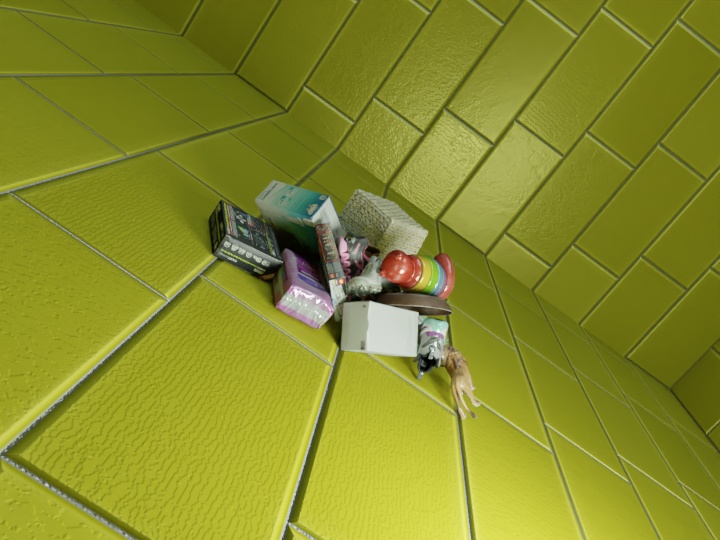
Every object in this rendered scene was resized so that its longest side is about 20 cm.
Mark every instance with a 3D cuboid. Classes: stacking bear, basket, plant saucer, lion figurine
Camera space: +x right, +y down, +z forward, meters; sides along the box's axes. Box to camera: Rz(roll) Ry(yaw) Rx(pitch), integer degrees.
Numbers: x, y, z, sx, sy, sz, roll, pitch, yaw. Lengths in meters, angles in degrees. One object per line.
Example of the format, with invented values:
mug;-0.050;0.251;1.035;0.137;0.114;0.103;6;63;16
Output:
stacking bear;0.127;0.005;1.591;0.200;0.121;0.114;19;39;-45
basket;0.057;-0.109;1.924;0.200;0.161;0.198;14;24;-50
plant saucer;0.120;0.081;1.581;0.200;0.035;0.200;4;-11;1
lion figurine;0.239;0.265;1.605;0.200;0.072;0.123;-107;174;-74

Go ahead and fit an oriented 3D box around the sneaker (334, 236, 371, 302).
sneaker;-0.004;0.005;1.636;0.095;0.200;0.079;-13;26;-13

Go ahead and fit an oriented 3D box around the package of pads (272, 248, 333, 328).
package of pads;-0.135;0.041;1.509;0.120;0.076;0.200;33;17;-24

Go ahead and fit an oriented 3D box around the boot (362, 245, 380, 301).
boot;0.000;0.000;1.751;0.200;0.155;0.077;15;26;-51

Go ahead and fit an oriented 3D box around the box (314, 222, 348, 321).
box;-0.066;0.001;1.558;0.200;0.040;0.137;-107;-173;-45

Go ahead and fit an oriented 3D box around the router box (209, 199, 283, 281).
router box;-0.271;-0.071;1.554;0.150;0.062;0.200;28;18;-27

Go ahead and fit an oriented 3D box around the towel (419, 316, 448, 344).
towel;0.171;0.163;1.848;0.149;0.031;0.200;49;20;13

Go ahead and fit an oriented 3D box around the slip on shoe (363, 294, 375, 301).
slip on shoe;0.077;0.141;1.704;0.200;0.061;0.074;49;9;-4

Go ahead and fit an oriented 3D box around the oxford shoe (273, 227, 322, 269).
oxford shoe;-0.170;-0.039;1.707;0.200;0.071;0.071;34;-13;-4

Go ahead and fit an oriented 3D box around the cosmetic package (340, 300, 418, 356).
cosmetic package;0.047;0.137;1.521;0.081;0.113;0.200;-4;-14;39

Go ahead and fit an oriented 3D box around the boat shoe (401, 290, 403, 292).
boat shoe;0.121;0.080;1.784;0.074;0.069;0.200;15;3;-16

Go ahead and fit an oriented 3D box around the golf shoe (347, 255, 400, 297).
golf shoe;0.022;0.013;1.575;0.200;0.078;0.097;5;72;-63

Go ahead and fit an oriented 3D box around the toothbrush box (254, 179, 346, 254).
toothbrush box;-0.154;-0.134;1.703;0.200;0.085;0.146;18;-32;34

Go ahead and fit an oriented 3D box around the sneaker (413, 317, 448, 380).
sneaker;0.159;0.201;1.623;0.078;0.140;0.200;13;-16;5
